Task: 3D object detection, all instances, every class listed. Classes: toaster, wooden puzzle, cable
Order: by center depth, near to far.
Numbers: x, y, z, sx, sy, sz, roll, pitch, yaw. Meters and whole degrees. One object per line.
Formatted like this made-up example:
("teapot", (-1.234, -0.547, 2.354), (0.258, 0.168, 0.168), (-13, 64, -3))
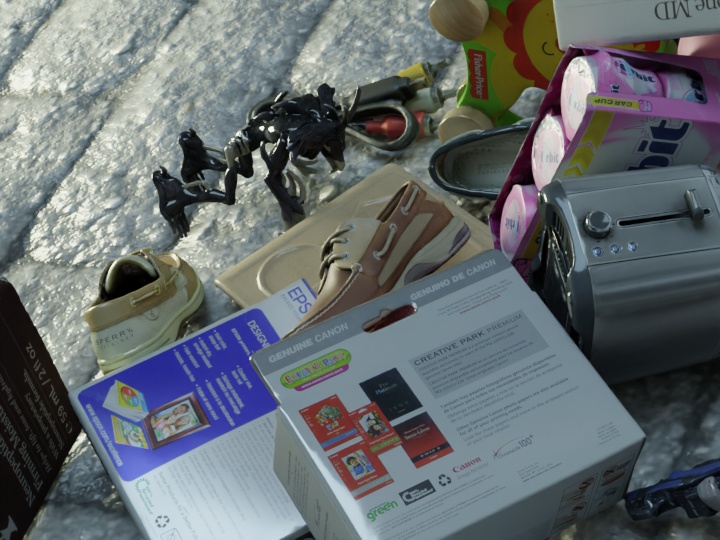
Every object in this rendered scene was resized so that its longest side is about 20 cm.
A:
("toaster", (0.190, 0.009, 1.208), (0.129, 0.200, 0.114), (-10, 60, -3))
("wooden puzzle", (0.007, 0.007, 1.383), (0.185, 0.046, 0.200), (-34, 38, -18))
("cable", (-0.008, -0.130, 1.568), (0.199, 0.050, 0.097), (-14, 55, 26))

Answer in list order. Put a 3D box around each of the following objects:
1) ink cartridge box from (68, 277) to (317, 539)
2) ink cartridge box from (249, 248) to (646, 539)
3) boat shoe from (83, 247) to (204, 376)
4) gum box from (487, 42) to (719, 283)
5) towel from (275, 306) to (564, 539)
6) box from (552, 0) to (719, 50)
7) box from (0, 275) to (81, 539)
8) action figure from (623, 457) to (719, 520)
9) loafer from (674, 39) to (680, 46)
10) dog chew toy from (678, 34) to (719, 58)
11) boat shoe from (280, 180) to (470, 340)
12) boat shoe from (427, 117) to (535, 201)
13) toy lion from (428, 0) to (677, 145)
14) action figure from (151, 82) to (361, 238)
("ink cartridge box", (-0.080, 0.121, 1.251), (0.200, 0.043, 0.198), (-27, 52, -12))
("ink cartridge box", (0.051, 0.102, 1.141), (0.200, 0.084, 0.176), (-22, 58, -20))
("boat shoe", (-0.172, 0.018, 1.385), (0.074, 0.067, 0.200), (-21, 17, 8))
("gum box", (0.178, -0.073, 1.250), (0.113, 0.200, 0.066), (4, 51, -15))
("towel", (0.060, 0.118, 1.197), (0.200, 0.023, 0.144), (38, 60, 24))
("box", (0.262, -0.236, 1.222), (0.199, 0.131, 0.200), (-1, 13, 41))
("box", (-0.335, 0.128, 1.283), (0.164, 0.166, 0.200), (1, 43, 22))
("action figure", (0.256, 0.164, 1.082), (0.200, 0.105, 0.194), (-24, 22, 41))
("loafer", (0.226, -0.191, 1.498), (0.199, 0.071, 0.073), (2, 73, 2))
("dog chew toy", (0.315, -0.130, 1.358), (0.124, 0.125, 0.200), (-11, 47, 10))
("boat shoe", (0.000, 0.000, 1.260), (0.076, 0.072, 0.200), (-35, 4, 43))
("boat shoe", (0.151, -0.085, 1.395), (0.199, 0.076, 0.060), (-9, -1, 26))
("toy lion", (0.157, -0.169, 1.407), (0.191, 0.200, 0.069), (13, 48, 18))
("action figure", (-0.072, -0.091, 1.486), (0.200, 0.102, 0.119), (-15, 34, 30))
